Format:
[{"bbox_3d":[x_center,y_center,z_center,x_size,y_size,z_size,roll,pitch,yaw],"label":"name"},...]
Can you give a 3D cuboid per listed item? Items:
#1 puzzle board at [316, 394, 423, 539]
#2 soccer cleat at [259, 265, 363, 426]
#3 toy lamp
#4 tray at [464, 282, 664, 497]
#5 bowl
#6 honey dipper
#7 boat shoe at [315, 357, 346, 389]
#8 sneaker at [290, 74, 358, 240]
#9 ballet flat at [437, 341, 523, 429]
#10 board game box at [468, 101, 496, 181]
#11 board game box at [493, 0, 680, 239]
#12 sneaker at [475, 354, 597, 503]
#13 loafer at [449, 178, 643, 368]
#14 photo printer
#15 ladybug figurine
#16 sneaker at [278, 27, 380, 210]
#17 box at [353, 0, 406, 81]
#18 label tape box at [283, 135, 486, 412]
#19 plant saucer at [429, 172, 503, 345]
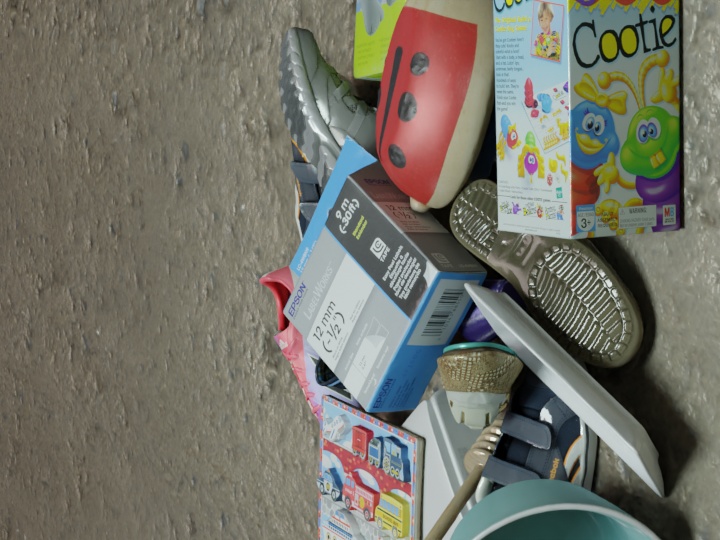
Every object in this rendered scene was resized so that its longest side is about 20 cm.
[{"bbox_3d":[0.003,0.205,1.741,0.200,0.017,0.153,-162,73,-64],"label":"puzzle board"},{"bbox_3d":[-0.047,0.090,1.899,0.067,0.076,0.202,-39,60,58],"label":"soccer cleat"},{"bbox_3d":[0.060,0.046,1.631,0.199,0.058,0.059,-17,79,46],"label":"toy lamp"},{"bbox_3d":[0.161,0.085,1.467,0.200,0.022,0.107,46,178,30],"label":"tray"},{"bbox_3d":[0.139,0.240,1.475,0.105,0.198,0.203,-108,24,-65],"label":"bowl"},{"bbox_3d":[0.075,0.194,1.571,0.038,0.200,0.038,19,131,23],"label":"honey dipper"},{"bbox_3d":[-0.001,0.064,1.778,0.201,0.068,0.085,101,151,-54],"label":"boat shoe"},{"bbox_3d":[-0.027,-0.086,1.798,0.079,0.077,0.202,73,-171,-83],"label":"sneaker"},{"bbox_3d":[0.099,0.096,1.562,0.200,0.070,0.066,34,-121,-79],"label":"ballet flat"},{"bbox_3d":[0.114,-0.176,1.592,0.159,0.039,0.201,-115,36,-48],"label":"board game box"},{"bbox_3d":[0.167,-0.130,1.425,0.105,0.102,0.203,11,104,61],"label":"board game box"},{"bbox_3d":[0.141,0.159,1.551,0.078,0.079,0.203,8,100,62],"label":"sneaker"},{"bbox_3d":[0.155,0.000,1.511,0.200,0.067,0.076,48,111,29],"label":"loafer"},{"bbox_3d":[0.066,0.222,1.710,0.200,0.069,0.168,-55,46,51],"label":"photo printer"},{"bbox_3d":[0.059,-0.148,1.553,0.136,0.071,0.202,-158,77,-71],"label":"ladybug figurine"},{"bbox_3d":[-0.014,-0.130,1.728,0.202,0.081,0.075,67,162,13],"label":"sneaker"},{"bbox_3d":[0.038,-0.270,1.676,0.122,0.047,0.203,-178,91,-69],"label":"box"},{"bbox_3d":[0.000,0.000,1.608,0.200,0.066,0.144,46,122,35],"label":"label tape box"},{"bbox_3d":[0.076,-0.028,1.698,0.200,0.029,0.203,18,111,60],"label":"plant saucer"}]
